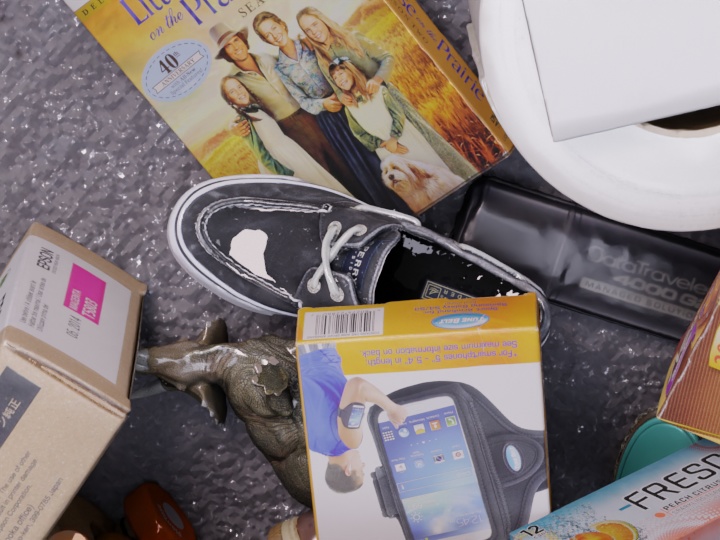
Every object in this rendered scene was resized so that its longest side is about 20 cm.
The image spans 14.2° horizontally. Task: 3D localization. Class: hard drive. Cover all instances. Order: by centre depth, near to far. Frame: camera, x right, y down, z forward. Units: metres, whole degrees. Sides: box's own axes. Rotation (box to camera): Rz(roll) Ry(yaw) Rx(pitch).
[{"bbox_3d":[0.171,-0.145,1.328,0.199,0.027,0.133,-13,106,3],"label":"hard drive"}]

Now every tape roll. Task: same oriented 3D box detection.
[{"bbox_3d":[0.153,-0.134,1.417,0.201,0.139,0.204,0,107,-1],"label":"tape roll"}]

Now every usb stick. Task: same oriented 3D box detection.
[{"bbox_3d":[0.143,0.003,1.513,0.199,0.033,0.056,17,99,-5],"label":"usb stick"}]

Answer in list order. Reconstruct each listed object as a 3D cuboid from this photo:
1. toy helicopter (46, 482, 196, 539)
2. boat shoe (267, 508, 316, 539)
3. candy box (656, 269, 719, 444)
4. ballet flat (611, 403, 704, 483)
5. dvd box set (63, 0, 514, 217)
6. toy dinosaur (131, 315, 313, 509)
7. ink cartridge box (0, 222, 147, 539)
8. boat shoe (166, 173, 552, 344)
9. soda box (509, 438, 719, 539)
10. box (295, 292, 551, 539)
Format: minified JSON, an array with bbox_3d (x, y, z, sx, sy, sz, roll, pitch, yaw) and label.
[{"bbox_3d":[-0.110,0.201,1.488,0.079,0.132,0.201,-35,72,10],"label":"toy helicopter"},{"bbox_3d":[0.031,0.205,1.555,0.072,0.072,0.201,-32,98,10],"label":"boat shoe"},{"bbox_3d":[0.256,0.057,1.392,0.199,0.057,0.117,23,138,2],"label":"candy box"},{"bbox_3d":[0.169,0.158,1.540,0.067,0.075,0.201,9,108,28],"label":"ballet flat"},{"bbox_3d":[-0.035,-0.104,1.458,0.146,0.029,0.200,-32,105,29],"label":"dvd box set"},{"bbox_3d":[-0.027,0.081,1.501,0.200,0.102,0.077,42,63,-7],"label":"toy dinosaur"},{"bbox_3d":[-0.183,0.084,1.447,0.075,0.200,0.165,32,103,-10],"label":"ink cartridge box"},{"bbox_3d":[0.000,0.000,1.432,0.199,0.068,0.072,21,85,0],"label":"boat shoe"},{"bbox_3d":[0.168,0.133,1.434,0.199,0.068,0.064,-21,118,-33],"label":"soda box"},{"bbox_3d":[0.036,0.111,1.428,0.118,0.042,0.201,-4,115,4],"label":"box"}]
